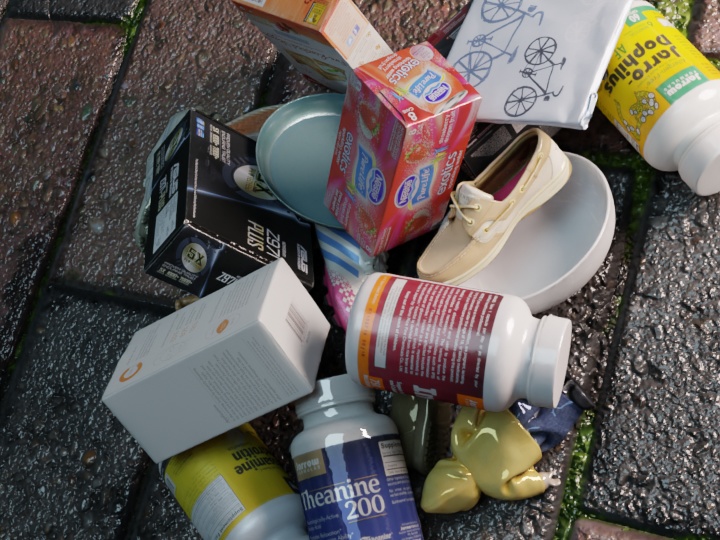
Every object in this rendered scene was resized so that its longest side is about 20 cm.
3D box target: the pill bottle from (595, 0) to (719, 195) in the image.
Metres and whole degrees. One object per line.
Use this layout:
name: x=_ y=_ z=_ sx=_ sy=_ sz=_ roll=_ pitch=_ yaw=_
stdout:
pill bottle: x=0.313 y=-0.174 z=1.194 sx=0.113 sy=0.113 sz=0.200 roll=-38 pitch=60 yaw=8

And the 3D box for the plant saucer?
plant saucer: x=-0.021 y=-0.120 z=1.327 sx=0.199 sy=0.027 sz=0.201 roll=7 pitch=53 yaw=-9

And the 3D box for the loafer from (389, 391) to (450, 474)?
loafer: x=0.061 y=0.110 z=1.227 sx=0.067 sy=0.076 sz=0.201 roll=4 pitch=75 yaw=27

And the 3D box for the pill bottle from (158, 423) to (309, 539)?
pill bottle: x=-0.121 y=0.251 z=1.240 sx=0.112 sy=0.112 sz=0.200 roll=-45 pitch=60 yaw=4

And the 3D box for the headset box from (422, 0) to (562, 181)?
headset box: x=0.128 y=-0.200 z=1.288 sx=0.149 sy=0.077 sz=0.200 roll=-42 pitch=45 yaw=0

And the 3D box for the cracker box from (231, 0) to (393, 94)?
cracker box: x=-0.042 y=-0.266 z=1.343 sx=0.134 sy=0.200 sz=0.058 roll=25 pitch=84 yaw=30

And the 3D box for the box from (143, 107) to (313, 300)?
box: x=-0.144 y=-0.059 z=1.292 sx=0.086 sy=0.164 sz=0.200 roll=-44 pitch=33 yaw=31

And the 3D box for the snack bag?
snack bag: x=0.178 y=-0.227 z=1.208 sx=0.200 sy=0.021 sz=0.189 roll=9 pitch=65 yaw=37

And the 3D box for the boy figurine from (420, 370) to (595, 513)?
boy figurine: x=0.144 y=0.179 z=1.170 sx=0.124 sy=0.064 sz=0.200 roll=45 pitch=97 yaw=5

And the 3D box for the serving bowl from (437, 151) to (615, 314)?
serving bowl: x=0.177 y=-0.028 z=1.216 sx=0.200 sy=0.066 sz=0.200 roll=-22 pitch=43 yaw=22

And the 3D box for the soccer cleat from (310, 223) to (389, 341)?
soccer cleat: x=0.000 y=0.000 z=1.301 sx=0.086 sy=0.070 sz=0.200 roll=-26 pitch=62 yaw=13

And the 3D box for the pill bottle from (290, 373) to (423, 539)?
pill bottle: x=-0.008 y=0.209 z=1.166 sx=0.111 sy=0.111 sz=0.201 roll=-18 pitch=76 yaw=18

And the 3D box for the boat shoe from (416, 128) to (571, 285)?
boat shoe: x=0.124 y=-0.066 z=1.188 sx=0.200 sy=0.069 sz=0.074 roll=-46 pitch=39 yaw=-5

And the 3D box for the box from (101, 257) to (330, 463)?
box: x=-0.145 y=0.093 z=1.199 sx=0.200 sy=0.098 sz=0.125 roll=-26 pitch=24 yaw=21

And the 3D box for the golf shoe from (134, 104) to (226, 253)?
golf shoe: x=-0.237 y=-0.111 z=1.466 sx=0.097 sy=0.078 sz=0.200 roll=9 pitch=71 yaw=48

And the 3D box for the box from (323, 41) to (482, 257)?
box: x=0.039 y=-0.120 z=1.199 sx=0.100 sy=0.200 sz=0.096 roll=-25 pitch=60 yaw=-28

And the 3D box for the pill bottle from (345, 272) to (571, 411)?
pill bottle: x=0.094 y=0.072 z=1.115 sx=0.199 sy=0.113 sz=0.113 roll=10 pitch=75 yaw=17

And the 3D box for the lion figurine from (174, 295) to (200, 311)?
lion figurine: x=-0.149 y=0.001 z=1.371 sx=0.122 sy=0.073 sz=0.201 roll=-11 pitch=62 yaw=11

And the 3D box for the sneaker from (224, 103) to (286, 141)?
sneaker: x=-0.135 y=-0.138 z=1.420 sx=0.199 sy=0.080 sz=0.071 roll=-22 pitch=37 yaw=-7
